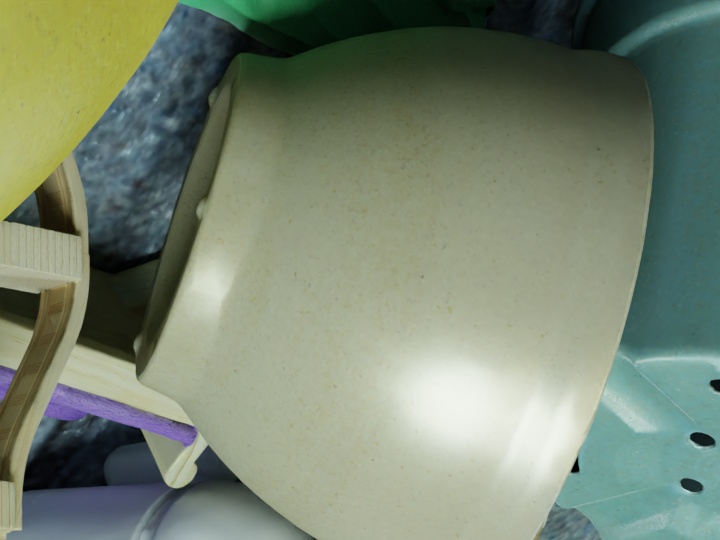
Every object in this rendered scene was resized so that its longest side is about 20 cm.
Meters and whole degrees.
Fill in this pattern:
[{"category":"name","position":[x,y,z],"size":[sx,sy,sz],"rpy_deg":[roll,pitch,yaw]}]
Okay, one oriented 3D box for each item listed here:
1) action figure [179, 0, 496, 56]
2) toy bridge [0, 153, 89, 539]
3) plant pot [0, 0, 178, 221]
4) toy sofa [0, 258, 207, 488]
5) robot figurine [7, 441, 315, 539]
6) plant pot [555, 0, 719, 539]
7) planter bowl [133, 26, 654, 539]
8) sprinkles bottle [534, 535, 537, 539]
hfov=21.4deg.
[{"category":"action figure","position":[-0.004,-0.113,0.697],"size":[0.118,0.055,0.200],"rpy_deg":[-45,145,10]},{"category":"toy bridge","position":[-0.122,-0.006,0.634],"size":[0.027,0.202,0.067],"rpy_deg":[-15,162,39]},{"category":"plant pot","position":[-0.126,-0.106,0.543],"size":[0.142,0.200,0.201],"rpy_deg":[-30,143,-35]},{"category":"toy sofa","position":[-0.143,0.024,0.716],"size":[0.199,0.083,0.098],"rpy_deg":[23,114,-44]},{"category":"robot figurine","position":[-0.093,0.147,0.800],"size":[0.199,0.171,0.113],"rpy_deg":[-7,149,29]},{"category":"plant pot","position":[0.155,0.000,0.706],"size":[0.199,0.197,0.201],"rpy_deg":[13,145,9]},{"category":"planter bowl","position":[0.000,0.000,0.668],"size":[0.134,0.201,0.201],"rpy_deg":[18,122,-11]},{"category":"sprinkles bottle","position":[0.053,0.076,0.819],"size":[0.068,0.068,0.202],"rpy_deg":[23,80,-44]}]
